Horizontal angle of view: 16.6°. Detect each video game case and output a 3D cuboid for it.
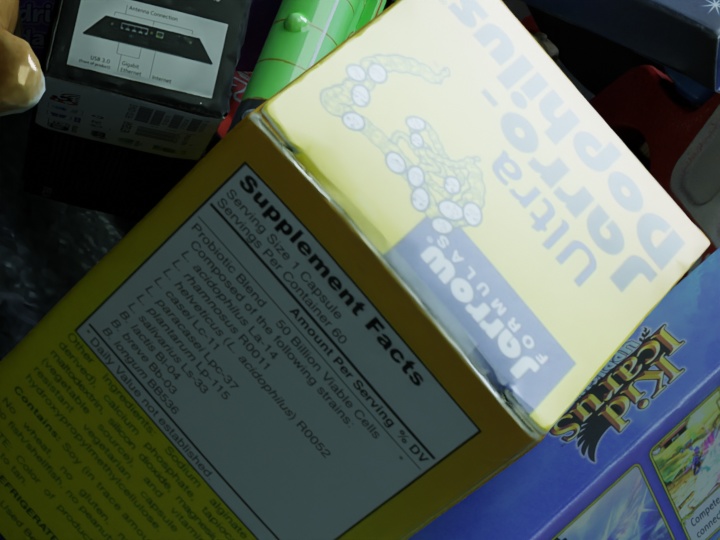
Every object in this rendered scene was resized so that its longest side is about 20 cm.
[{"bbox_3d":[0.104,0.104,0.746,0.200,0.045,0.182,-40,125,-17],"label":"video game case"}]

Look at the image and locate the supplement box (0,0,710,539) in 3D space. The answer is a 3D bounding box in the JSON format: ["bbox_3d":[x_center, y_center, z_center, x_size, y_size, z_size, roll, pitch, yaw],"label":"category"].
[{"bbox_3d":[-0.019,0.024,0.700,0.109,0.200,0.109,49,43,-1],"label":"supplement box"}]

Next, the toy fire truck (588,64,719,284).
[{"bbox_3d":[0.100,0.005,0.872,0.112,0.168,0.200,29,19,-27],"label":"toy fire truck"}]

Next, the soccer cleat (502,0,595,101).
[{"bbox_3d":[0.079,-0.065,1.038,0.201,0.069,0.078,60,4,28],"label":"soccer cleat"}]

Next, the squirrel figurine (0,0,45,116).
[{"bbox_3d":[-0.159,-0.014,0.601,0.142,0.187,0.200,46,34,-6],"label":"squirrel figurine"}]

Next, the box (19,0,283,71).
[{"bbox_3d":[-0.101,-0.154,0.876,0.136,0.039,0.201,0,51,-9],"label":"box"}]

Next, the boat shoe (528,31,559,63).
[{"bbox_3d":[0.041,-0.051,0.820,0.064,0.072,0.200,22,23,-5],"label":"boat shoe"}]

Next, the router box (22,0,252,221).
[{"bbox_3d":[-0.055,-0.102,0.705,0.051,0.200,0.150,13,81,-8],"label":"router box"}]

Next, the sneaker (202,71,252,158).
[{"bbox_3d":[0.000,-0.001,0.852,0.108,0.067,0.202,-5,48,-51],"label":"sneaker"}]

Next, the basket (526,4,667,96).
[{"bbox_3d":[0.168,-0.154,0.977,0.199,0.137,0.180,-28,45,-20],"label":"basket"}]

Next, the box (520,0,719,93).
[{"bbox_3d":[0.100,-0.133,0.868,0.199,0.032,0.121,28,58,24],"label":"box"}]

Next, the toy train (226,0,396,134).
[{"bbox_3d":[-0.003,-0.097,0.805,0.056,0.041,0.201,70,35,-57],"label":"toy train"}]
